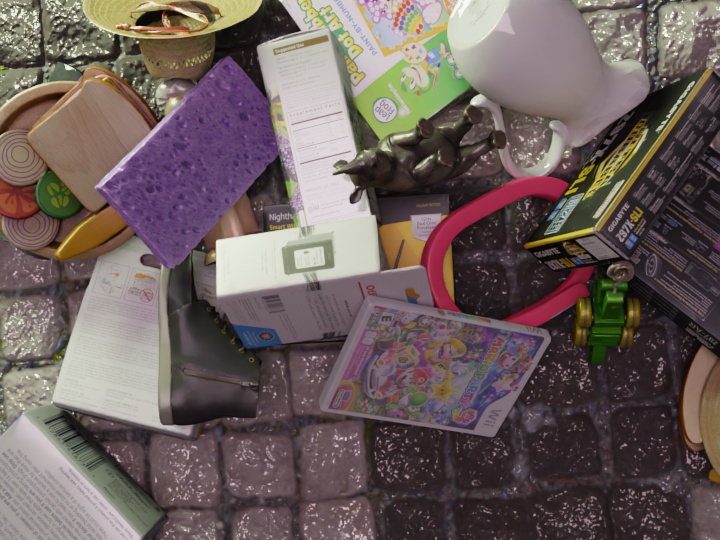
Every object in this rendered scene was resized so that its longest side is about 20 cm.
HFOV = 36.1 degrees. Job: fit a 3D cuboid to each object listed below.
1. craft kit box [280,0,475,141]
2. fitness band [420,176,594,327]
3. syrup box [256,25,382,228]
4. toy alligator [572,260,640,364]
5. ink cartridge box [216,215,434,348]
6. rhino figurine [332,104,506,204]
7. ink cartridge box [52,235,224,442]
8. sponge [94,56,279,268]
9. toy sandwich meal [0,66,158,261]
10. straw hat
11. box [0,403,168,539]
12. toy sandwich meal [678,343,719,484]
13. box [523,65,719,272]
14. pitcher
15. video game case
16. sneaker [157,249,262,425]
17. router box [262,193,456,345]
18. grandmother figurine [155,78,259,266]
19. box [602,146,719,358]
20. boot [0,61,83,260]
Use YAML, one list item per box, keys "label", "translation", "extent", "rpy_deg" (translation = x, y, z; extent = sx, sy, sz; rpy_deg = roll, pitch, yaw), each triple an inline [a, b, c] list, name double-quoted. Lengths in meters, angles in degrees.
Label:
- label: "craft kit box"
  translation: [0.050, -0.263, 1.175]
  extent: [0.197, 0.049, 0.200]
  rpy_deg: [-37, 86, 8]
- label: "fitness band"
  translation: [0.157, -0.013, 1.138]
  extent: [0.199, 0.037, 0.144]
  rpy_deg: [-27, 92, -13]
- label: "syrup box"
  translation: [-0.040, -0.134, 1.120]
  extent: [0.081, 0.079, 0.201]
  rpy_deg: [-14, 85, 7]
- label: "toy alligator"
  translation: [0.246, 0.028, 1.098]
  extent: [0.059, 0.200, 0.055]
  rpy_deg: [0, 58, 4]
- label: "ink cartridge box"
  translation: [-0.031, 0.011, 1.087]
  extent: [0.199, 0.116, 0.067]
  rpy_deg: [-9, 59, 6]
- label: "rhino figurine"
  translation: [0.047, -0.107, 1.059]
  extent: [0.087, 0.199, 0.060]
  rpy_deg: [-28, 84, 47]
- label: "ink cartridge box"
  translation: [-0.231, 0.071, 1.214]
  extent: [0.161, 0.050, 0.201]
  rpy_deg: [13, 73, 6]
- label: "sponge"
  translation: [-0.165, -0.111, 1.128]
  extent: [0.112, 0.030, 0.200]
  rpy_deg: [49, 67, -22]
- label: "toy sandwich meal"
  translation: [-0.294, -0.103, 1.140]
  extent: [0.204, 0.070, 0.207]
  rpy_deg: [-2, 101, -12]
- label: "straw hat"
  translation: [-0.192, -0.243, 1.159]
  extent: [0.200, 0.201, 0.086]
  rpy_deg: [2, 124, 6]
- label: "box"
  translation: [-0.345, 0.278, 1.186]
  extent: [0.200, 0.105, 0.184]
  rpy_deg: [-45, 86, 4]
- label: "toy sandwich meal"
  translation: [0.421, 0.150, 1.127]
  extent: [0.204, 0.070, 0.207]
  rpy_deg: [0, 85, -4]
- label: "box"
  translation: [0.259, -0.092, 1.068]
  extent: [0.049, 0.160, 0.200]
  rpy_deg: [39, 78, -7]
- label: "pitcher"
  translation: [0.166, -0.187, 1.101]
  extent: [0.199, 0.121, 0.172]
  rpy_deg: [28, 108, -35]
- label: "video game case"
  translation: [0.074, 0.100, 1.110]
  extent: [0.199, 0.018, 0.144]
  rpy_deg: [11, 124, -20]
- label: "sneaker"
  translation: [-0.157, 0.061, 1.159]
  extent: [0.105, 0.075, 0.201]
  rpy_deg: [-1, 80, -6]
- label: "router box"
  translation: [0.000, 0.000, 1.174]
  extent: [0.199, 0.051, 0.150]
  rpy_deg: [-4, 88, 6]
- label: "grandmother figurine"
  translation: [-0.164, -0.114, 1.189]
  extent: [0.121, 0.061, 0.201]
  rpy_deg: [-23, 89, -8]
- label: "box"
  translation: [0.366, -0.011, 1.104]
  extent: [0.200, 0.044, 0.160]
  rpy_deg: [39, 80, 16]
- label: "boot"
  translation: [-0.364, -0.137, 1.206]
  extent: [0.164, 0.066, 0.201]
  rpy_deg: [28, 96, -3]
